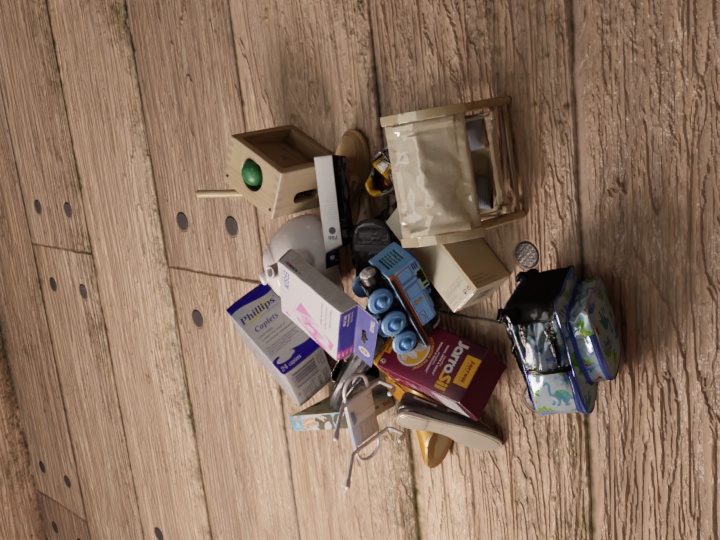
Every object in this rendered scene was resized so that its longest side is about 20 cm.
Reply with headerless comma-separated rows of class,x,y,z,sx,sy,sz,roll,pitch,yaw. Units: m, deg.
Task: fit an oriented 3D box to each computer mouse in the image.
computer mouse,0.000,0.000,1.502,0.140,0.046,0.201,-2,111,15

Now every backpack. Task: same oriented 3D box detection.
backpack,0.307,0.111,1.259,0.146,0.183,0.201,-8,109,26

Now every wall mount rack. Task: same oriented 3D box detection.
wall mount rack,0.003,0.300,1.569,0.074,0.174,0.201,18,130,44

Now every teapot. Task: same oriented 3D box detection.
teapot,-0.126,-0.007,1.640,0.198,0.146,0.200,-116,8,-46

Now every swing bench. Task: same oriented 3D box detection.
swing bench,0.146,-0.155,1.301,0.129,0.200,0.200,-3,102,36

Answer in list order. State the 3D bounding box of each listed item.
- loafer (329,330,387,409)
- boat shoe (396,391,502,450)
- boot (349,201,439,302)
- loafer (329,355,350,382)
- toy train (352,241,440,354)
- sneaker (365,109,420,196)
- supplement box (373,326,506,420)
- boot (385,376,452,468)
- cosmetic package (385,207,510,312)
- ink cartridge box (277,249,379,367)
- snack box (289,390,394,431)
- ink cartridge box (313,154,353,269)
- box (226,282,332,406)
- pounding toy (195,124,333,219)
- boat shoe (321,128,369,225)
loafer,0.001,0.192,1.615,0.070,0.068,0.201,29,114,2
boat shoe,0.162,0.266,1.503,0.199,0.057,0.067,18,142,-7
boot,0.059,-0.017,1.545,0.150,0.073,0.201,-18,92,48
loafer,-0.001,0.166,1.671,0.073,0.071,0.200,46,132,24
toy train,0.069,0.053,1.417,0.087,0.114,0.200,45,169,51
sneaker,0.071,-0.191,1.450,0.078,0.082,0.200,52,141,19
supplement box,0.138,0.166,1.484,0.200,0.086,0.111,20,74,40
boot,0.107,0.260,1.607,0.144,0.071,0.202,21,115,46
cosmetic package,0.147,-0.037,1.425,0.200,0.103,0.073,54,133,16
ink cartridge box,-0.060,0.079,1.463,0.200,0.043,0.197,40,156,18
snack box,-0.040,0.287,1.722,0.200,0.116,0.037,-14,95,48
ink cartridge box,-0.044,-0.107,1.518,0.039,0.099,0.201,-4,97,13
box,-0.163,0.153,1.752,0.200,0.105,0.184,44,164,25
pounding toy,-0.181,-0.180,1.639,0.184,0.200,0.143,38,128,31
boat shoe,-0.033,-0.166,1.591,0.071,0.064,0.201,28,122,36
